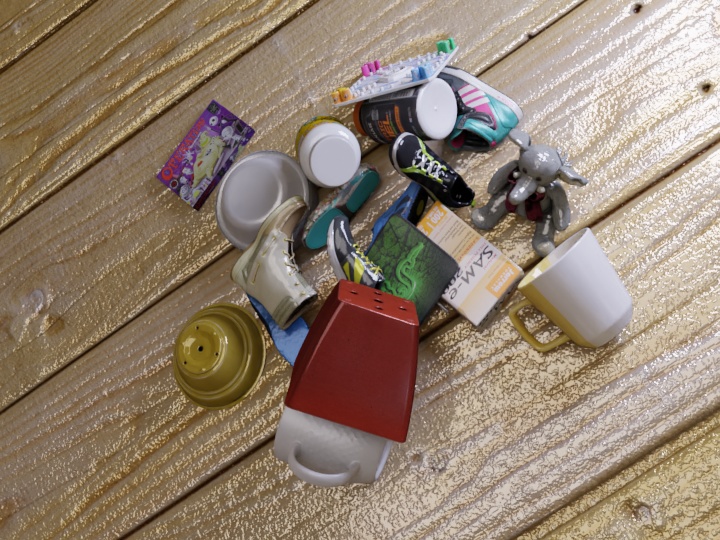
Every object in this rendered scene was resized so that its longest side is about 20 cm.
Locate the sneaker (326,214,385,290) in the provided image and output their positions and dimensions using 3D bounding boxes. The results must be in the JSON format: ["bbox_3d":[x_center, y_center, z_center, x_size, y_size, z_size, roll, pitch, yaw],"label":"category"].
[{"bbox_3d":[0.000,0.000,1.405,0.083,0.074,0.205,-14,91,18],"label":"sneaker"}]

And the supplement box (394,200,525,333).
[{"bbox_3d":[0.173,-0.007,1.412,0.199,0.073,0.127,40,91,22],"label":"supplement box"}]

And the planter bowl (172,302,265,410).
[{"bbox_3d":[-0.282,0.152,1.508,0.196,0.083,0.205,-5,74,17],"label":"planter bowl"}]

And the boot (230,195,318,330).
[{"bbox_3d":[-0.124,-0.014,1.432,0.154,0.072,0.201,43,104,20],"label":"boot"}]

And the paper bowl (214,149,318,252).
[{"bbox_3d":[-0.185,-0.131,1.544,0.196,0.104,0.206,-4,75,15],"label":"paper bowl"}]

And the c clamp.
[{"bbox_3d":[0.034,0.077,1.434,0.200,0.027,0.171,-47,75,18],"label":"c clamp"}]

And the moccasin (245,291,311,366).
[{"bbox_3d":[-0.136,0.096,1.488,0.080,0.068,0.202,-31,69,-2],"label":"moccasin"}]

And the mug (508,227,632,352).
[{"bbox_3d":[0.350,0.044,1.320,0.149,0.187,0.154,-40,88,-27],"label":"mug"}]

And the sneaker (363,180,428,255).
[{"bbox_3d":[0.062,-0.095,1.476,0.077,0.066,0.203,23,83,25],"label":"sneaker"}]

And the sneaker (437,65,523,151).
[{"bbox_3d":[0.184,-0.285,1.483,0.198,0.084,0.122,33,77,21],"label":"sneaker"}]

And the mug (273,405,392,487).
[{"bbox_3d":[-0.046,0.287,1.342,0.172,0.200,0.151,19,116,13],"label":"mug"}]

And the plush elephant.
[{"bbox_3d":[0.291,-0.145,1.367,0.163,0.155,0.202,34,87,22],"label":"plush elephant"}]

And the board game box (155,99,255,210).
[{"bbox_3d":[-0.317,-0.237,1.655,0.119,0.032,0.202,35,88,27],"label":"board game box"}]

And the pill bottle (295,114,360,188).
[{"bbox_3d":[-0.059,-0.213,1.464,0.110,0.200,0.116,-2,107,-7],"label":"pill bottle"}]

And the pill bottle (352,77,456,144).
[{"bbox_3d":[0.072,-0.286,1.474,0.198,0.105,0.109,6,75,50],"label":"pill bottle"}]

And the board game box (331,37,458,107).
[{"bbox_3d":[0.064,-0.363,1.477,0.196,0.201,0.026,-10,116,27],"label":"board game box"}]

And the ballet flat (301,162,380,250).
[{"bbox_3d":[-0.041,-0.123,1.524,0.200,0.076,0.064,-45,39,-3],"label":"ballet flat"}]

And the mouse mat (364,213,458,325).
[{"bbox_3d":[0.062,0.024,1.409,0.160,0.007,0.202,39,105,22],"label":"mouse mat"}]

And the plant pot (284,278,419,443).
[{"bbox_3d":[0.003,0.129,1.303,0.196,0.200,0.180,18,102,-4],"label":"plant pot"}]

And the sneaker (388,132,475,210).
[{"bbox_3d":[0.134,-0.173,1.408,0.082,0.199,0.073,12,72,52],"label":"sneaker"}]
